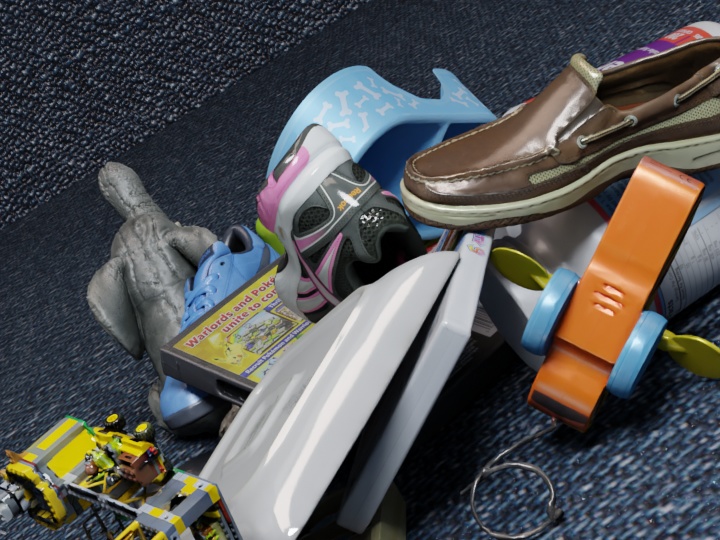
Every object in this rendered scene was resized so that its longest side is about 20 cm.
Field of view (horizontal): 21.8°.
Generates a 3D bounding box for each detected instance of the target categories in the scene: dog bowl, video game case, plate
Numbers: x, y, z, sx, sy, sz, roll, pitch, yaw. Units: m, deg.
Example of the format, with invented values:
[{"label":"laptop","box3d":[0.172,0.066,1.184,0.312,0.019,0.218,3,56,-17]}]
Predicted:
[{"label":"dog bowl","box3d":[0.023,-0.068,1.187,0.200,0.050,0.112,-7,-55,-56]},{"label":"video game case","box3d":[0.006,0.036,1.184,0.181,0.026,0.200,20,41,32]},{"label":"video game case","box3d":[0.037,0.033,1.026,0.200,0.018,0.143,-71,6,-59]},{"label":"plate","box3d":[-0.042,0.088,0.980,0.200,0.032,0.200,-58,9,-34]}]

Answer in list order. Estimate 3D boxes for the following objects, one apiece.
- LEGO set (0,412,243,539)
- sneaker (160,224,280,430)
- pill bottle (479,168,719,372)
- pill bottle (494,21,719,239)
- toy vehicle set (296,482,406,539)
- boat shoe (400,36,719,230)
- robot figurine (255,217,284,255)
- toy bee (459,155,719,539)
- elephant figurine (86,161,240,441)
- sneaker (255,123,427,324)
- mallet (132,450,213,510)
[{"label":"LEGO set","box3d":[-0.113,0.174,0.847,0.154,0.200,0.116,19,48,39]},{"label":"sneaker","box3d":[-0.101,0.034,1.257,0.066,0.078,0.200,-23,18,26]},{"label":"pill bottle","box3d":[0.166,-0.027,1.091,0.200,0.109,0.109,-33,14,-10]},{"label":"pill bottle","box3d":[0.165,-0.075,1.201,0.200,0.113,0.112,-25,12,-13]},{"label":"toy vehicle set","box3d":[-0.067,0.187,1.014,0.200,0.027,0.124,-29,14,9]},{"label":"boat shoe","box3d":[0.115,-0.082,1.003,0.202,0.075,0.075,-16,32,-15]},{"label":"robot figurine","box3d":[-0.002,-0.063,1.561,0.175,0.116,0.200,-21,15,7]},{"label":"toy bee","box3d":[0.115,0.037,0.986,0.200,0.131,0.109,-42,-11,2]},{"label":"elephant figurine","box3d":[-0.143,0.020,1.398,0.155,0.200,0.142,-15,21,50]},{"label":"sneaker","box3d":[0.000,0.000,1.071,0.080,0.086,0.200,-48,-22,-7]},{"label":"mallet","box3d":[-0.141,0.152,1.289,0.066,0.041,0.200,-33,9,-19]}]
